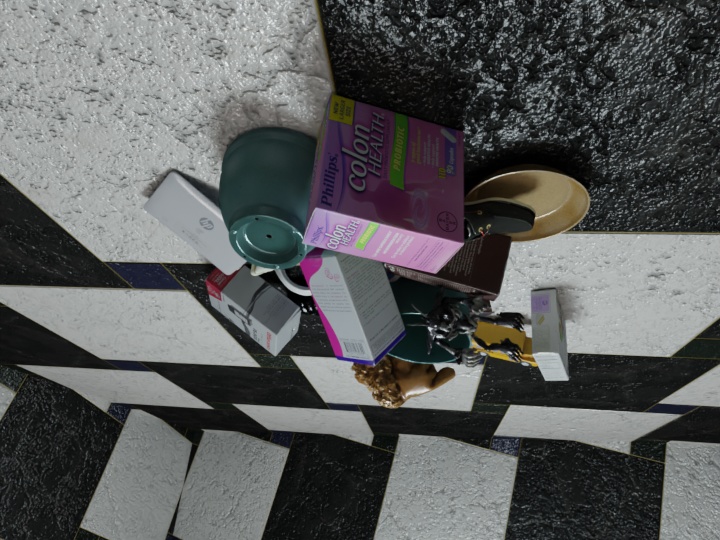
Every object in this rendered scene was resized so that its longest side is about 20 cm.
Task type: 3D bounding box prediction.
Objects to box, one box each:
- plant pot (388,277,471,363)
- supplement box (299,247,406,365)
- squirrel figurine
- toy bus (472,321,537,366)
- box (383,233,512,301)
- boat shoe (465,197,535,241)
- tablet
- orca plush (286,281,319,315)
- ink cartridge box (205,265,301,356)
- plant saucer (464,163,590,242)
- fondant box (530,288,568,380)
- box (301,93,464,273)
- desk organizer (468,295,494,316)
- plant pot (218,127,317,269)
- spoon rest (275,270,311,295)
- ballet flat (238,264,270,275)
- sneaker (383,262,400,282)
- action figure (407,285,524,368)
[{"bbox_3d":[0.127,0.067,1.052,0.195,0.164,0.202,8,147,5],"label":"plant pot"},{"bbox_3d":[-0.013,0.045,0.906,0.100,0.103,0.204,-1,117,45],"label":"supplement box"},{"bbox_3d":[0.076,0.187,1.157,0.197,0.190,0.141,-27,179,-13],"label":"squirrel figurine"},{"bbox_3d":[0.347,0.177,1.306,0.195,0.066,0.079,11,156,23],"label":"toy bus"},{"bbox_3d":[0.148,-0.026,0.897,0.195,0.103,0.075,15,170,12],"label":"box"},{"bbox_3d":[0.173,-0.074,0.818,0.196,0.065,0.074,4,151,2],"label":"boat shoe"},{"bbox_3d":[-0.284,-0.078,0.947,0.199,0.014,0.129,41,132,-22],"label":"tablet"},{"bbox_3d":[-0.123,0.092,1.205,0.197,0.071,0.106,16,146,41],"label":"orca plush"},{"bbox_3d":[-0.234,0.080,1.157,0.198,0.084,0.146,36,153,8],"label":"ink cartridge box"},{"bbox_3d":[0.257,-0.110,0.836,0.195,0.036,0.201,5,153,2],"label":"plant saucer"},{"bbox_3d":[0.430,0.151,1.193,0.057,0.148,0.200,-5,152,24],"label":"fondant box"},{"bbox_3d":[0.034,-0.114,0.712,0.195,0.180,0.097,12,154,-12],"label":"box"},{"bbox_3d":[0.205,0.090,1.177,0.070,0.079,0.200,0,157,-24],"label":"desk organizer"},{"bbox_3d":[-0.128,-0.090,0.799,0.195,0.137,0.202,4,143,3],"label":"plant pot"},{"bbox_3d":[-0.147,-0.026,0.966,0.199,0.061,0.100,42,159,7],"label":"spoon rest"},{"bbox_3d":[-0.222,-0.029,1.052,0.197,0.074,0.072,21,150,-29],"label":"ballet flat"},{"bbox_3d":[0.000,0.000,1.028,0.087,0.080,0.199,11,153,-27],"label":"sneaker"},{"bbox_3d":[0.184,0.095,0.885,0.195,0.122,0.102,9,-178,-14],"label":"action figure"}]
